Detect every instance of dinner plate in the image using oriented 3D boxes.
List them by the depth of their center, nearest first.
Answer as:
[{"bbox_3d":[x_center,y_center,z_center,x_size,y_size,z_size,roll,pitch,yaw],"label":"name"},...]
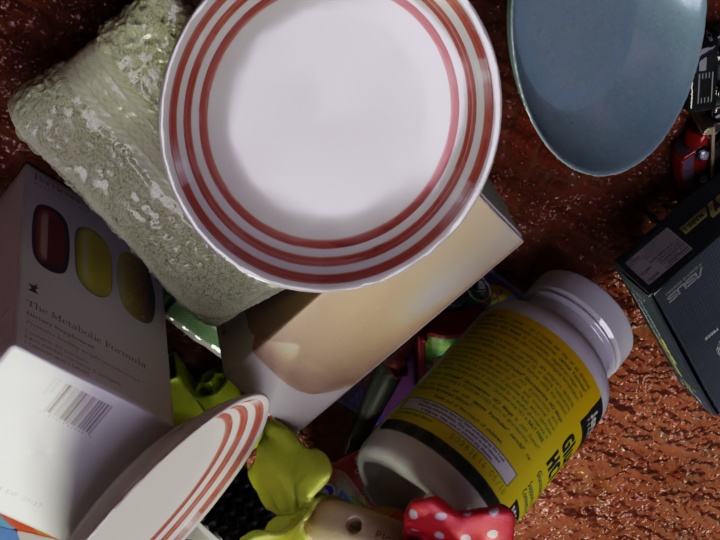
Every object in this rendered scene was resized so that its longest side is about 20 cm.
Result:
[{"bbox_3d":[-0.016,-0.087,0.802,0.198,0.024,0.203,-4,108,-14],"label":"dinner plate"},{"bbox_3d":[-0.128,0.144,0.835,0.024,0.200,0.201,38,115,12],"label":"dinner plate"}]

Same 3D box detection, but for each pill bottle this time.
[{"bbox_3d":[0.099,0.095,0.973,0.200,0.112,0.113,-45,131,-26],"label":"pill bottle"}]

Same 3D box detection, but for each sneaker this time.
[{"bbox_3d":[-0.123,0.184,1.005,0.198,0.071,0.094,21,131,4],"label":"sneaker"}]

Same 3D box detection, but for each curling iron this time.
[{"bbox_3d":[0.034,0.064,1.015,0.049,0.026,0.201,19,121,-20],"label":"curling iron"}]

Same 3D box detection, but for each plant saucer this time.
[{"bbox_3d":[0.145,-0.161,0.876,0.200,0.038,0.204,-10,105,-43],"label":"plant saucer"}]

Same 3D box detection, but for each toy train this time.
[{"bbox_3d":[0.242,-0.078,0.999,0.045,0.034,0.202,-10,125,-3],"label":"toy train"}]

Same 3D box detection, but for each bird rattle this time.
[{"bbox_3d":[0.016,0.170,0.896,0.198,0.114,0.163,5,159,22],"label":"bird rattle"}]

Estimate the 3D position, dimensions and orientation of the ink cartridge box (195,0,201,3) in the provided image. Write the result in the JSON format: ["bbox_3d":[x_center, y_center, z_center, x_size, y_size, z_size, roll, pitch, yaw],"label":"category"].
[{"bbox_3d":[-0.044,-0.151,0.852,0.115,0.067,0.201,17,120,-7],"label":"ink cartridge box"}]

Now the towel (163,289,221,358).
[{"bbox_3d":[-0.025,-0.003,0.992,0.200,0.031,0.149,-44,119,14],"label":"towel"}]

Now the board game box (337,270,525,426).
[{"bbox_3d":[0.076,0.082,1.065,0.199,0.039,0.158,34,111,-30],"label":"board game box"}]

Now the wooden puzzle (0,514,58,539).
[{"bbox_3d":[-0.211,0.195,0.988,0.037,0.198,0.187,-40,125,-40],"label":"wooden puzzle"}]

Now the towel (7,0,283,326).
[{"bbox_3d":[-0.099,-0.063,0.846,0.148,0.037,0.200,-33,114,20],"label":"towel"}]

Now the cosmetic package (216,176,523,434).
[{"bbox_3d":[0.000,0.000,0.922,0.200,0.105,0.071,-42,119,11],"label":"cosmetic package"}]

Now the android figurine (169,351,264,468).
[{"bbox_3d":[-0.160,0.139,1.054,0.181,0.041,0.201,-25,124,4],"label":"android figurine"}]

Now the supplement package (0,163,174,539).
[{"bbox_3d":[-0.195,0.046,0.883,0.113,0.201,0.110,31,113,-28],"label":"supplement package"}]

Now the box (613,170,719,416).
[{"bbox_3d":[0.291,-0.011,1.009,0.199,0.051,0.158,-39,132,-2],"label":"box"}]

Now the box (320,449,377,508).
[{"bbox_3d":[0.016,0.226,1.082,0.102,0.095,0.200,-28,144,6],"label":"box"}]
